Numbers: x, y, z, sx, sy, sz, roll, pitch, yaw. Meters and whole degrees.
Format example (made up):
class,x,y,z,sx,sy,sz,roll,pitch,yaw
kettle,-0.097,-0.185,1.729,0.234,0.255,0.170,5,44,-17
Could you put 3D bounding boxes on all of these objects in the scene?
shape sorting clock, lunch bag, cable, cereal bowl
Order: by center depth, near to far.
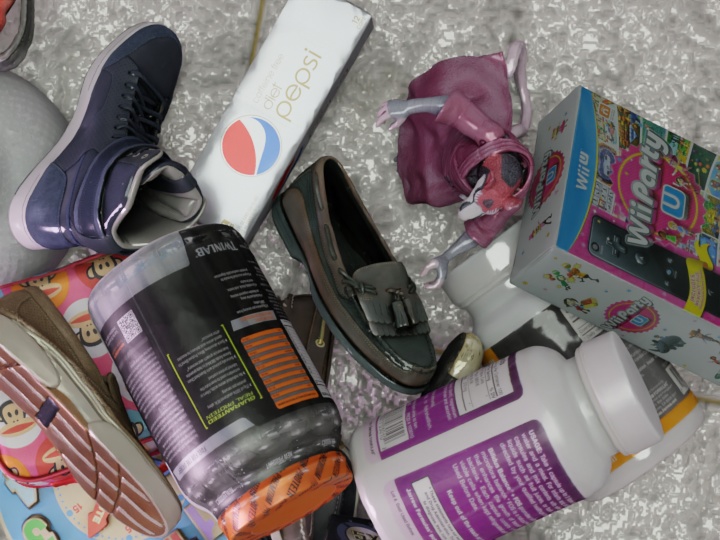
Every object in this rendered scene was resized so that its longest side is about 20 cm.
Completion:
class,x,y,z,sx,sy,sz,roll,pitch,yaw
lunch bag,-0.185,0.078,1.519,0.200,0.082,0.176,-18,80,-5
cable,-0.262,-0.229,1.548,0.097,0.050,0.200,30,78,22
cereal bowl,-0.312,-0.066,1.555,0.200,0.083,0.200,0,88,1
shape sorting clock,-0.183,0.154,1.567,0.200,0.039,0.200,0,88,1

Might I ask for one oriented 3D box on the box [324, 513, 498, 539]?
class,x,y,z,sx,sy,sz,roll,pitch,yaw
box,0.040,0.295,1.505,0.164,0.086,0.200,8,108,2

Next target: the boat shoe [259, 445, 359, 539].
class,x,y,z,sx,sy,sz,roll,pitch,yaw
boat shoe,-0.062,0.218,1.548,0.075,0.062,0.200,31,89,12

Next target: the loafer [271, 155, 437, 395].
class,x,y,z,sx,sy,sz,roll,pitch,yaw
loafer,0.000,0.000,1.511,0.063,0.072,0.200,-54,55,31

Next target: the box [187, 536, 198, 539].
class,x,y,z,sx,sy,sz,roll,pitch,yaw
box,-0.170,0.301,1.528,0.200,0.036,0.143,-29,87,25

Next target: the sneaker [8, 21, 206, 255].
class,x,y,z,sx,sy,sz,roll,pitch,yaw
sneaker,-0.154,-0.096,1.505,0.077,0.146,0.202,44,64,-37

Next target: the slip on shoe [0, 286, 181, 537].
class,x,y,z,sx,sy,sz,roll,pitch,yaw
slip on shoe,-0.190,0.097,1.444,0.200,0.076,0.061,45,54,1

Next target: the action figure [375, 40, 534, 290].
class,x,y,z,sx,sy,sz,roll,pitch,yaw
action figure,0.089,-0.076,1.491,0.149,0.200,0.134,-16,112,-11

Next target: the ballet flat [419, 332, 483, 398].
class,x,y,z,sx,sy,sz,roll,pitch,yaw
ballet flat,0.060,0.133,1.527,0.057,0.066,0.200,18,117,3

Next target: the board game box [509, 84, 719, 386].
class,x,y,z,sx,sy,sz,roll,pitch,yaw
board game box,0.215,-0.022,1.489,0.200,0.064,0.148,24,55,-17

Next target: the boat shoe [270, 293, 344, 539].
class,x,y,z,sx,sy,sz,roll,pitch,yaw
boat shoe,-0.043,0.110,1.526,0.059,0.072,0.200,-4,63,4

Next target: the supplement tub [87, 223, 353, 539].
class,x,y,z,sx,sy,sz,roll,pitch,yaw
supplement tub,-0.093,0.079,1.417,0.122,0.123,0.200,-29,75,1

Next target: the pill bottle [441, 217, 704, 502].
class,x,y,z,sx,sy,sz,roll,pitch,yaw
pill bottle,0.153,0.061,1.522,0.116,0.116,0.200,-37,88,0

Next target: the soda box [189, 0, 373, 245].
class,x,y,z,sx,sy,sz,roll,pitch,yaw
soda box,-0.065,-0.117,1.556,0.064,0.068,0.200,29,89,1

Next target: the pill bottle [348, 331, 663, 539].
class,x,y,z,sx,sy,sz,roll,pitch,yaw
pill bottle,0.102,0.120,1.422,0.200,0.112,0.112,-25,88,12
